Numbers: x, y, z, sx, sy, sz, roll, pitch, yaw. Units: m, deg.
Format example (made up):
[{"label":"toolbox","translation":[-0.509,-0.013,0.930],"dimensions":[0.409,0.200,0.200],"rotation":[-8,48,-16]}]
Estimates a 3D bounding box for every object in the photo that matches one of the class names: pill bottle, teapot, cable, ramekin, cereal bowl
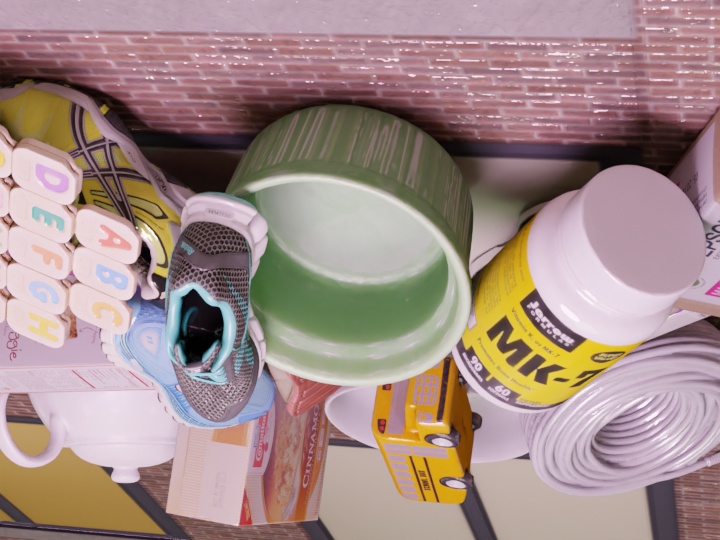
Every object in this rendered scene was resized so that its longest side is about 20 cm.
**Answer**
[{"label":"pill bottle","translation":[0.148,0.014,1.209],"dimensions":[0.113,0.115,0.200],"rotation":[15,151,-15]},{"label":"teapot","translation":[-0.217,0.118,1.584],"dimensions":[0.197,0.148,0.197],"rotation":[1,171,1]},{"label":"cable","translation":[0.232,0.114,1.482],"dimensions":[0.198,0.070,0.201],"rotation":[-21,142,2]},{"label":"ramekin","translation":[-0.012,-0.021,1.248],"dimensions":[0.197,0.098,0.201],"rotation":[8,134,8]},{"label":"cereal bowl","translation":[0.070,0.102,1.578],"dimensions":[0.197,0.084,0.201],"rotation":[7,156,3]}]

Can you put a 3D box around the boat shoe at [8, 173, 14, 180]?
[{"label":"boat shoe","translation":[-0.311,-0.071,1.289],"dimensions":[0.199,0.072,0.073],"rotation":[-6,114,60]}]

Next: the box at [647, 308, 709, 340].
[{"label":"box","translation":[0.197,0.043,1.381],"dimensions":[0.199,0.039,0.041],"rotation":[-24,157,24]}]

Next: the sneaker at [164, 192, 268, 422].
[{"label":"sneaker","translation":[-0.109,0.044,1.203],"dimensions":[0.077,0.092,0.201],"rotation":[9,134,8]}]

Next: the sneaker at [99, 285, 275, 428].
[{"label":"sneaker","translation":[-0.119,0.077,1.374],"dimensions":[0.089,0.079,0.200],"rotation":[5,161,32]}]

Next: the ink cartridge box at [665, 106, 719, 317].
[{"label":"ink cartridge box","translation":[0.294,-0.031,1.217],"dimensions":[0.163,0.076,0.200],"rotation":[11,157,-7]}]

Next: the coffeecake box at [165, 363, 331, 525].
[{"label":"coffeecake box","translation":[-0.092,0.145,1.566],"dimensions":[0.072,0.155,0.200],"rotation":[7,176,19]}]

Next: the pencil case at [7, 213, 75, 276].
[{"label":"pencil case","translation":[-0.175,-0.033,1.364],"dimensions":[0.197,0.094,0.091],"rotation":[8,131,8]}]

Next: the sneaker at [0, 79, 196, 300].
[{"label":"sneaker","translation":[-0.192,-0.061,1.254],"dimensions":[0.199,0.077,0.076],"rotation":[37,136,-2]}]

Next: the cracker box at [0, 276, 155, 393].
[{"label":"cracker box","translation":[-0.241,0.030,1.463],"dimensions":[0.198,0.135,0.058],"rotation":[-3,153,24]}]

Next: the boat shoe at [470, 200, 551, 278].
[{"label":"boat shoe","translation":[0.139,0.003,1.359],"dimensions":[0.072,0.062,0.200],"rotation":[16,155,-18]}]

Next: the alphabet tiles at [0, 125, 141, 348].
[{"label":"alphabet tiles","translation":[-0.249,-0.024,1.244],"dimensions":[0.194,0.015,0.201],"rotation":[23,138,6]}]

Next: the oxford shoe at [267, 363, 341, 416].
[{"label":"oxford shoe","translation":[-0.049,0.064,1.448],"dimensions":[0.074,0.070,0.200],"rotation":[51,166,17]}]

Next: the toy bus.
[{"label":"toy bus","translation":[0.058,0.136,1.479],"dimensions":[0.077,0.066,0.200],"rotation":[5,156,12]}]
